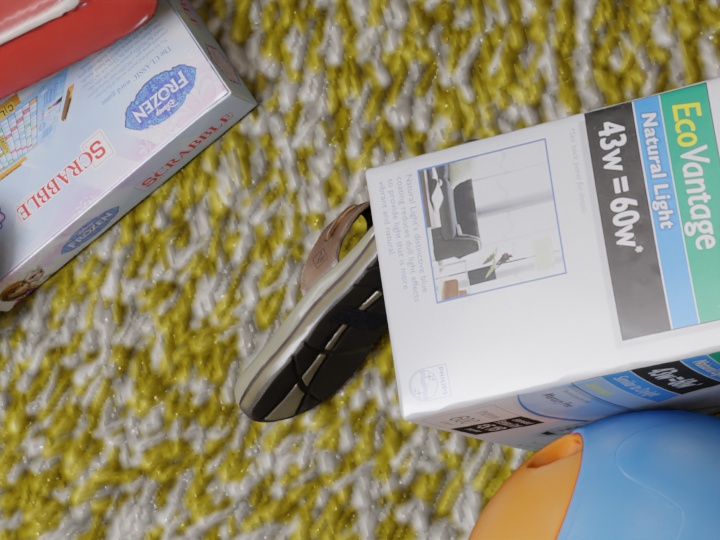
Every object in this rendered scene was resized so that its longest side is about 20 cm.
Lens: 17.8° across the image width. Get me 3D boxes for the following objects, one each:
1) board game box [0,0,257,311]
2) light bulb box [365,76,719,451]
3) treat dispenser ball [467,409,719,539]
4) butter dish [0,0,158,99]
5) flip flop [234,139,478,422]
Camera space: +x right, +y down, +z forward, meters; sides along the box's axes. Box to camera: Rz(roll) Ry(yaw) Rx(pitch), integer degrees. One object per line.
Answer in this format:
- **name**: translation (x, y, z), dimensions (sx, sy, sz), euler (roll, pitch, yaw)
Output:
- **board game box**: translation (-0.190, -0.115, 1.334), dimensions (0.200, 0.041, 0.200), euler (-38, 72, 14)
- **light bulb box**: translation (0.135, 0.002, 1.101), dimensions (0.199, 0.198, 0.125), euler (-14, 77, 21)
- **treat dispenser ball**: translation (0.142, 0.166, 1.080), dimensions (0.200, 0.201, 0.202), euler (-3, 83, 22)
- **butter dish**: translation (-0.228, -0.205, 1.267), dimensions (0.199, 0.148, 0.200), euler (-23, 117, 18)
- **flip flop**: translation (0.000, 0.000, 1.232), dimensions (0.200, 0.081, 0.058), euler (-47, 55, 17)
